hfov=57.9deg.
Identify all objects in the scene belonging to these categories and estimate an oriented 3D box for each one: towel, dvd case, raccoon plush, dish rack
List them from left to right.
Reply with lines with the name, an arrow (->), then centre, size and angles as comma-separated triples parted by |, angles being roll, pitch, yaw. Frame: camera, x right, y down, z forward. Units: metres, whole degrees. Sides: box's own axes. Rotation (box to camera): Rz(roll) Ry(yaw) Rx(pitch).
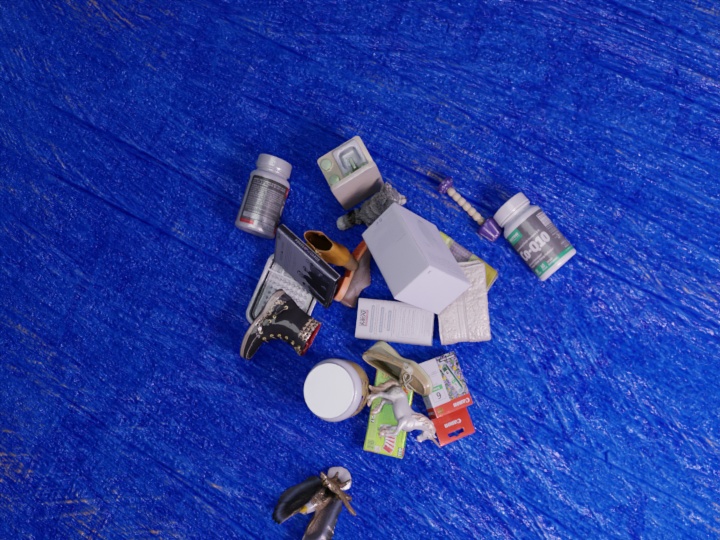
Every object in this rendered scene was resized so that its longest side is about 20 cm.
dish rack -> -0.197, 0.073, 1.728 | 0.168, 0.044, 0.204 | 23, 86, 11
dvd case -> -0.139, -0.008, 1.637 | 0.199, 0.151, 0.025 | 42, 60, 12
raccoon plush -> 0.027, -0.149, 1.674 | 0.197, 0.134, 0.098 | -30, 79, 4
towel -> 0.243, 0.009, 1.672 | 0.199, 0.023, 0.145 | 38, 90, 12
towel -> 0.256, 0.079, 1.631 | 0.129, 0.034, 0.206 | -6, 82, 11

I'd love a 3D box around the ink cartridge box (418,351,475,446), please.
ink cartridge box -> 0.213, 0.314, 1.599 | 0.107, 0.050, 0.205 | -15, 78, -20

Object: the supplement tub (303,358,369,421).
supplement tub -> -0.058, 0.291, 1.592 | 0.141, 0.200, 0.150 | -1, 82, 9

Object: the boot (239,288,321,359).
boot -> -0.205, 0.168, 1.661 | 0.149, 0.073, 0.202 | 32, 84, 12

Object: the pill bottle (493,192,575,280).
pill bottle -> 0.426, -0.086, 1.608 | 0.112, 0.113, 0.201 | -39, 77, 2

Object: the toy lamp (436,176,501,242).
toy lamp -> 0.282, -0.155, 1.673 | 0.058, 0.058, 0.201 | -42, 75, 1

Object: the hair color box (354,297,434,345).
hair color box -> 0.089, 0.132, 1.661 | 0.194, 0.061, 0.102 | 5, 82, 10

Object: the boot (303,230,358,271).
boot -> -0.105, -0.065, 1.652 | 0.198, 0.144, 0.072 | 21, 79, 39

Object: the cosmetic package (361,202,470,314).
cosmetic package -> 0.134, -0.024, 1.565 | 0.123, 0.197, 0.202 | -43, 54, 21

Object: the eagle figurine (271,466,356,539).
eagle figurine -> -0.113, 0.585, 1.614 | 0.201, 0.148, 0.153 | -54, 31, 28

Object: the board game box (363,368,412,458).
board game box -> 0.075, 0.357, 1.637 | 0.099, 0.048, 0.206 | 9, 84, 10

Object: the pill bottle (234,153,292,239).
pill bottle -> -0.255, -0.198, 1.741 | 0.111, 0.114, 0.205 | 16, 85, 11

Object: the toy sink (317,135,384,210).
toy sink -> -0.027, -0.255, 1.666 | 0.128, 0.200, 0.114 | -30, 78, 5

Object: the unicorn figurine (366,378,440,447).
unicorn figurine -> 0.098, 0.352, 1.569 | 0.134, 0.074, 0.204 | -20, 74, -5

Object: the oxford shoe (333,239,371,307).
oxford shoe -> 0.000, 0.000, 1.703 | 0.072, 0.071, 0.203 | 30, 84, -15

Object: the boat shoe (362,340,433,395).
boat shoe -> 0.091, 0.245, 1.580 | 0.062, 0.075, 0.199 | -29, 50, -33
